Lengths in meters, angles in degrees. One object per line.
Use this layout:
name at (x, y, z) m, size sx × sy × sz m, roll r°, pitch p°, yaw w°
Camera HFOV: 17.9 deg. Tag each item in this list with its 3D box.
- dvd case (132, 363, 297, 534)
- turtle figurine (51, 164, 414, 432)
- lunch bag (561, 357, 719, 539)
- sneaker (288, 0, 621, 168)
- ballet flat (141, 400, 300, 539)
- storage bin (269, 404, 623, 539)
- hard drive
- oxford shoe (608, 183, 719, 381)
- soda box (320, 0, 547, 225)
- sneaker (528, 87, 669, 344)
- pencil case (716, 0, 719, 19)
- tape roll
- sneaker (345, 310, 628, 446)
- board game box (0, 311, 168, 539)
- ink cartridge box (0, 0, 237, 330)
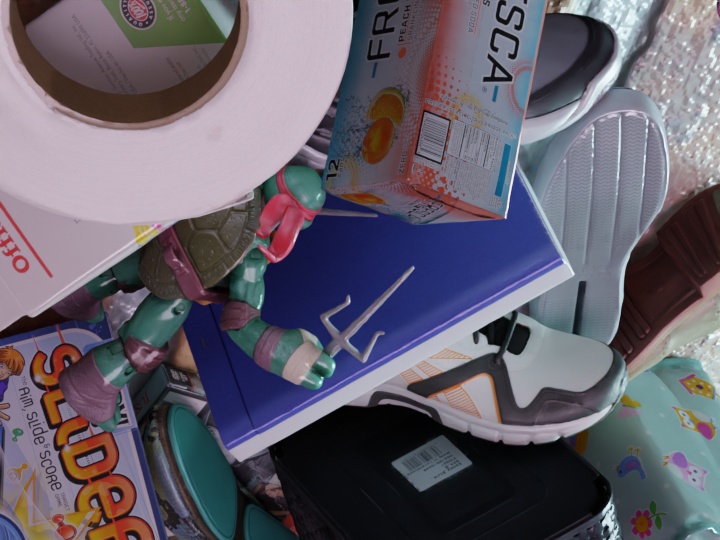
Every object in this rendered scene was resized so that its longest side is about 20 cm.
dvd case at (-0.074, 0.132, 1.396) m, size 0.200 × 0.022 × 0.146 m, roll 16°, pitch 125°, yaw -35°
turtle figurine at (-0.071, -0.004, 1.172) m, size 0.200 × 0.150 × 0.101 m, roll -28°, pitch 129°, yaw 23°
lunch bag at (0.164, 0.176, 1.426) m, size 0.122 × 0.170 × 0.200 m, roll 7°, pitch 127°, yaw -30°
sneaker at (0.038, -0.119, 1.144) m, size 0.200 × 0.076 × 0.114 m, roll -11°, pitch 139°, yaw -8°
ballet flat at (-0.095, 0.148, 1.343) m, size 0.074 × 0.074 × 0.200 m, roll -28°, pitch 133°, yaw 7°
storage bin at (0.051, 0.146, 1.305) m, size 0.135 × 0.200 × 0.094 m, roll -27°, pitch 125°, yaw -16°
hard drive at (0.000, 0.000, 1.208) m, size 0.200 × 0.132 × 0.025 m, roll -30°, pitch 140°, yaw 8°
oxford shoe at (0.176, 0.033, 1.363) m, size 0.200 × 0.071 × 0.075 m, roll -38°, pitch 141°, yaw 18°
soda box at (0.043, -0.123, 1.060) m, size 0.064 × 0.200 × 0.068 m, roll 20°, pitch 167°, yaw -36°
sneaker at (0.122, -0.038, 1.265) m, size 0.073 × 0.071 × 0.200 m, roll 0°, pitch 140°, yaw -9°
pencil case at (0.195, -0.197, 1.125) m, size 0.094 × 0.091 × 0.200 m, roll -52°, pitch 139°, yaw -20°
tape roll at (-0.102, -0.116, 1.000) m, size 0.202 × 0.037 × 0.203 m, roll -2°, pitch 117°, yaw -4°
sneaker at (0.050, 0.041, 1.273) m, size 0.200 × 0.074 × 0.080 m, roll 8°, pitch 127°, yaw 10°
board game box at (-0.176, 0.136, 1.233) m, size 0.135 × 0.200 × 0.034 m, roll -15°, pitch 167°, yaw -8°
ink cartridge box at (-0.139, -0.060, 1.100) m, size 0.200 × 0.067 × 0.117 m, roll -33°, pitch 95°, yaw 12°
